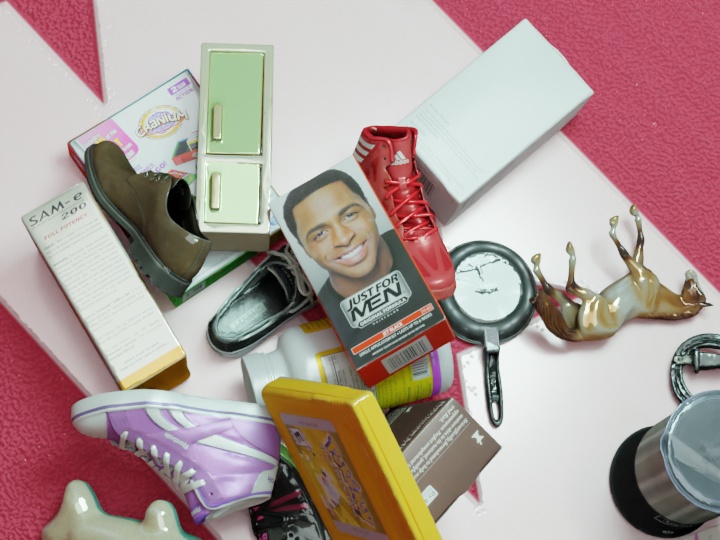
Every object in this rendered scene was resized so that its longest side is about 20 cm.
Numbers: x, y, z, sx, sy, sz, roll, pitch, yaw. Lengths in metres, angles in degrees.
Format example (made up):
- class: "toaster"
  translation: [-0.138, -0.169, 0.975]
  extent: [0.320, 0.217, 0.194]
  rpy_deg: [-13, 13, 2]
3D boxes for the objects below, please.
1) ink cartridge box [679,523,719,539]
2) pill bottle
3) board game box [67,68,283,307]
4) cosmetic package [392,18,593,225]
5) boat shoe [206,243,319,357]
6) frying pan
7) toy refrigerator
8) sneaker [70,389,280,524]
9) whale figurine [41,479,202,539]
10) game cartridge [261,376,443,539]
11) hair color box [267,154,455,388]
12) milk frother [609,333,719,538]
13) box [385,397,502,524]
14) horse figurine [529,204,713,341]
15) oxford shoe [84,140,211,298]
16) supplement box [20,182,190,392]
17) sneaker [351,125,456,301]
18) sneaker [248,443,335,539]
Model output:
- class: "ink cartridge box"
  translation: [0.387, 0.272, 1.615]
  extent: [0.116, 0.200, 0.068]
  rpy_deg: [-12, 76, -10]
- class: "pill bottle"
  translation: [-0.015, 0.095, 1.662]
  extent: [0.199, 0.104, 0.105]
  rpy_deg: [-14, 77, -11]
- class: "board game box"
  translation: [-0.184, -0.087, 1.723]
  extent: [0.153, 0.040, 0.200]
  rpy_deg: [-33, 81, -15]
- class: "cosmetic package"
  translation: [0.134, -0.158, 1.766]
  extent: [0.200, 0.081, 0.113]
  rpy_deg: [-38, 82, -17]
- class: "boat shoe"
  translation: [-0.075, 0.009, 1.696]
  extent: [0.199, 0.068, 0.074]
  rpy_deg: [-35, 81, -15]
- class: "frying pan"
  translation: [0.119, 0.054, 1.733]
  extent: [0.114, 0.031, 0.191]
  rpy_deg: [19, 70, -1]
- class: "toy refrigerator"
  translation: [-0.126, -0.125, 1.682]
  extent: [0.075, 0.070, 0.201]
  rpy_deg: [2, 74, -4]
- class: "sneaker"
  translation: [-0.175, 0.176, 1.560]
  extent: [0.199, 0.073, 0.115]
  rpy_deg: [6, 68, -5]
- class: "whale figurine"
  translation: [-0.212, 0.284, 1.595]
  extent: [0.200, 0.104, 0.160]
  rpy_deg: [35, 105, 25]
- class: "game cartridge"
  translation: [-0.007, 0.183, 1.501]
  extent: [0.032, 0.200, 0.177]
  rpy_deg: [-30, 102, -21]
- class: "hair color box"
  translation: [0.000, 0.000, 1.608]
  extent: [0.101, 0.061, 0.201]
  rpy_deg: [-30, 64, 0]
- class: "milk frother"
  translation: [0.346, 0.148, 1.651]
  extent: [0.179, 0.188, 0.201]
  rpy_deg: [-8, 75, -10]
- class: "box"
  translation: [0.049, 0.184, 1.591]
  extent: [0.075, 0.200, 0.100]
  rpy_deg: [46, 73, -7]
- class: "horse figurine"
  translation: [0.259, 0.020, 1.741]
  extent: [0.199, 0.050, 0.133]
  rpy_deg: [-26, 96, -22]
- class: "oxford shoe"
  translation: [-0.202, -0.068, 1.631]
  extent: [0.084, 0.073, 0.200]
  rpy_deg: [-49, 58, 15]
- class: "supplement box"
  translation: [-0.246, 0.027, 1.637]
  extent: [0.073, 0.126, 0.201]
  rpy_deg: [-31, 81, -10]
- class: "sneaker"
  translation: [0.039, -0.068, 1.672]
  extent: [0.078, 0.116, 0.200]
  rpy_deg: [-18, 50, -25]
- class: "sneaker"
  translation: [-0.077, 0.232, 1.630]
  extent: [0.084, 0.077, 0.200]
  rpy_deg: [-42, 82, -20]
